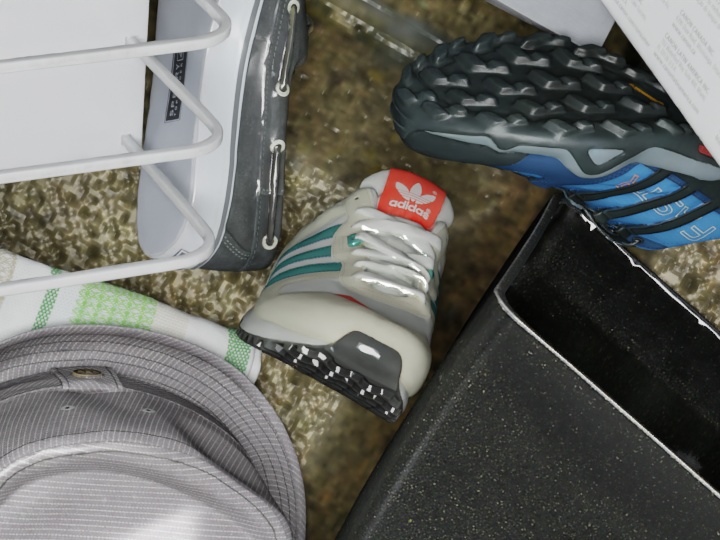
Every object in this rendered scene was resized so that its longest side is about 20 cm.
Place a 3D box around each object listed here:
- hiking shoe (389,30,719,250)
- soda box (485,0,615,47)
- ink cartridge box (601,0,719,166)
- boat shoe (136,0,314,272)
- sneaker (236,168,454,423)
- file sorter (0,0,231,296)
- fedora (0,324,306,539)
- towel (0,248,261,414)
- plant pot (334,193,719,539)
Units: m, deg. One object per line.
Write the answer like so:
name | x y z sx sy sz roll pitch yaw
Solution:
hiking shoe | 0.106 -0.042 1.020 0.199 0.074 0.087 5 129 -14
soda box | 0.024 -0.166 1.018 0.200 0.063 0.068 26 96 -21
ink cartridge box | 0.184 -0.136 0.928 0.050 0.162 0.200 15 122 -35
boat shoe | -0.052 -0.097 1.068 0.057 0.069 0.201 11 87 -32
sneaker | 0.000 0.000 1.002 0.070 0.200 0.094 29 90 -7
file sorter | -0.127 -0.107 0.951 0.138 0.125 0.200 -9 121 -25
fedora | -0.098 0.112 1.008 0.200 0.090 0.177 13 86 -23
towel | -0.154 0.067 1.055 0.200 0.031 0.150 20 93 -28
plant pot | 0.087 0.114 1.015 0.199 0.200 0.177 42 108 0
